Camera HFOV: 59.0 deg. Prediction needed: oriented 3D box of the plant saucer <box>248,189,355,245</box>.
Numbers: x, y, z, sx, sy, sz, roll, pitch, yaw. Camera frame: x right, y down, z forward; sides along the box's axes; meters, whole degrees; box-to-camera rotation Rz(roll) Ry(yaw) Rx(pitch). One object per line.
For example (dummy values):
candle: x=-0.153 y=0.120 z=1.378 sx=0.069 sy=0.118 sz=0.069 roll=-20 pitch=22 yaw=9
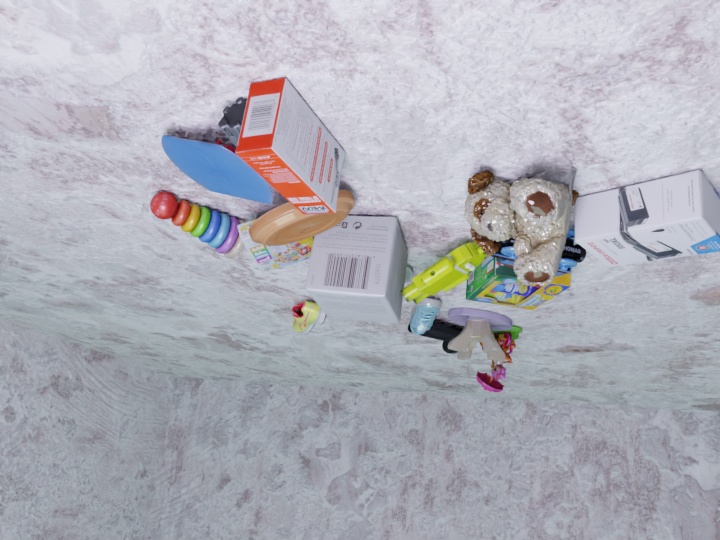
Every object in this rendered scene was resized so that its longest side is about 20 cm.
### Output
plant saucer: x=-0.102 y=-0.089 z=1.149 sx=0.199 sy=0.032 sz=0.200 roll=-20 pitch=172 yaw=-3

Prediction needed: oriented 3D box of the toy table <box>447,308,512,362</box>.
toy table: x=0.338 y=0.185 z=1.810 sx=0.199 sy=0.118 sz=0.184 roll=11 pitch=161 yaw=-10

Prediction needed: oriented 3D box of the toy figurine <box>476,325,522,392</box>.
toy figurine: x=0.418 y=0.276 z=1.939 sx=0.149 sy=0.185 sz=0.200 roll=13 pitch=160 yaw=-17

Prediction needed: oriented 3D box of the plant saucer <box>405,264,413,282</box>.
plant saucer: x=0.026 y=0.016 z=1.528 sx=0.199 sy=0.051 sz=0.200 roll=6 pitch=160 yaw=2

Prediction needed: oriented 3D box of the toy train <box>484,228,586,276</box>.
toy train: x=0.322 y=-0.044 z=1.203 sx=0.199 sy=0.087 sz=0.114 roll=11 pitch=167 yaw=-13

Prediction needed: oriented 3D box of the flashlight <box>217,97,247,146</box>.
flashlight: x=-0.137 y=-0.188 z=0.984 sx=0.068 sy=0.068 sz=0.200 roll=2 pitch=156 yaw=21

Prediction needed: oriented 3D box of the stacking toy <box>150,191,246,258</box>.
stacking toy: x=-0.329 y=-0.098 z=1.285 sx=0.199 sy=0.086 sz=0.085 roll=25 pitch=154 yaw=-34

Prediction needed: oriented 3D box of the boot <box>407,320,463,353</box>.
boot: x=0.233 y=0.200 z=1.961 sx=0.199 sy=0.066 sz=0.165 roll=12 pitch=152 yaw=-24

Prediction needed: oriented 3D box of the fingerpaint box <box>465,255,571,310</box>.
fingerpaint box: x=0.340 y=0.020 z=1.393 sx=0.166 sy=0.074 sz=0.200 roll=9 pitch=161 yaw=-7

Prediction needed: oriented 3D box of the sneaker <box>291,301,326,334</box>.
sneaker: x=-0.171 y=0.131 z=1.913 sx=0.090 sy=0.079 sz=0.200 roll=23 pitch=151 yaw=-19

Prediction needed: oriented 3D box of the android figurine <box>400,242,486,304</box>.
android figurine: x=0.182 y=0.004 z=1.323 sx=0.199 sy=0.041 sz=0.182 roll=-33 pitch=164 yaw=12

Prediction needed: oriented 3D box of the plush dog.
plush dog: x=0.252 y=-0.097 z=1.041 sx=0.171 sy=0.161 sz=0.201 roll=13 pitch=137 yaw=28

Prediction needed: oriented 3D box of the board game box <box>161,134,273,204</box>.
board game box: x=-0.227 y=-0.178 z=1.040 sx=0.199 sy=0.039 sz=0.158 roll=14 pitch=158 yaw=27

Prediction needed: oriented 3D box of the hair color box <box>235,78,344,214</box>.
hair color box: x=-0.096 y=-0.173 z=0.930 sx=0.064 sy=0.112 sz=0.200 roll=-1 pitch=159 yaw=25

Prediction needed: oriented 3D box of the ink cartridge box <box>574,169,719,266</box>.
ink cartridge box: x=0.474 y=-0.077 z=1.046 sx=0.199 sy=0.085 sz=0.144 roll=-11 pitch=154 yaw=43

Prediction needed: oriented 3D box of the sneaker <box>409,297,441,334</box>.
sneaker: x=0.180 y=0.133 z=1.763 sx=0.073 sy=0.082 sz=0.200 roll=6 pitch=161 yaw=0

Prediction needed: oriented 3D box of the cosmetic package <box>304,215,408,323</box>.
cosmetic package: x=0.000 y=0.000 z=1.308 sx=0.164 sy=0.166 sz=0.200 roll=5 pitch=161 yaw=12

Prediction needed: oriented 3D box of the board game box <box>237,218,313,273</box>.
board game box: x=-0.165 y=-0.060 z=1.321 sx=0.134 sy=0.034 sz=0.200 roll=-18 pitch=161 yaw=-3
